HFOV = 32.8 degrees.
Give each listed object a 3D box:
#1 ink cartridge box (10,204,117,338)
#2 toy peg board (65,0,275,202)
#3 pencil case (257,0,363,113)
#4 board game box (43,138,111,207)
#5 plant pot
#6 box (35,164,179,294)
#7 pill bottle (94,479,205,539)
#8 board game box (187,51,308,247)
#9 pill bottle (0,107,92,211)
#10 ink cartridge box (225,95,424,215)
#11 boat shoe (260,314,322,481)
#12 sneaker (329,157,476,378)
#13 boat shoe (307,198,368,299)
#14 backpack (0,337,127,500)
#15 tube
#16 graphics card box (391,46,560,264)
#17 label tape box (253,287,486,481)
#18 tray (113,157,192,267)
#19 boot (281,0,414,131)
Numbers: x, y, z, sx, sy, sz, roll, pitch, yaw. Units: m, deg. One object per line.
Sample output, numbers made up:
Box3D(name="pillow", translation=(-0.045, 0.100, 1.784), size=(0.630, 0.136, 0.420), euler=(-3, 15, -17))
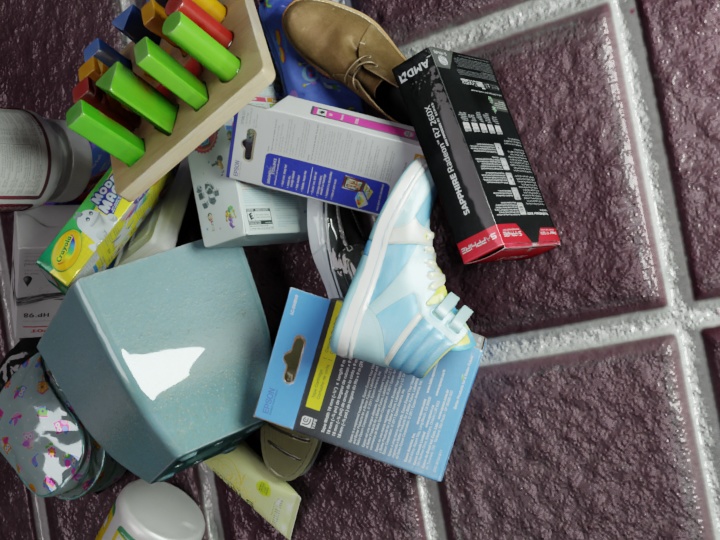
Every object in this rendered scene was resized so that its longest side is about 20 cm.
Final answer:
Box3D(name="ink cartridge box", translation=(-0.348, 0.015, 1.433), size=(0.201, 0.115, 0.067), euler=(109, 151, -46))
Box3D(name="toy peg board", translation=(-0.202, -0.211, 1.187), size=(0.199, 0.098, 0.200), euler=(-36, 46, 20))
Box3D(name="pencil case", translation=(-0.052, -0.207, 1.283), size=(0.078, 0.086, 0.202), euler=(-29, 74, 58))
Box3D(name="board game box", translation=(-0.292, -0.130, 1.423), size=(0.200, 0.134, 0.045), euler=(-48, 67, 26))
Box3D(name="plant pot", translation=(-0.202, 0.107, 1.307), size=(0.201, 0.194, 0.196), euler=(63, 147, 12))
Box3D(name="box", translation=(-0.257, -0.065, 1.284), size=(0.048, 0.117, 0.201), euler=(38, 76, 0))
Box3D(name="pill bottle", translation=(-0.272, 0.356, 1.447), size=(0.113, 0.112, 0.201), euler=(41, 113, 26))
Box3D(name="board game box", translation=(-0.113, -0.130, 1.292), size=(0.064, 0.147, 0.202), euler=(-15, 83, 36))
Box3D(name="pill bottle", translation=(-0.386, -0.117, 1.286), size=(0.109, 0.199, 0.111), euler=(3, 95, 34))
Box3D(name="ink cartridge box", translation=(-0.028, -0.111, 1.190), size=(0.198, 0.037, 0.095), euler=(13, 132, -2))
Box3D(name="boat shoe", translation=(-0.055, 0.128, 1.313), size=(0.074, 0.068, 0.202), euler=(19, 108, 22))
Box3D(name="sneaker", translation=(0.064, 0.006, 1.142), size=(0.129, 0.080, 0.202), euler=(22, 93, 7))
Box3D(name="boat shoe", translation=(0.000, 0.000, 1.276), size=(0.070, 0.072, 0.202), euler=(-12, 96, 26))
Box3D(name="backpack", translation=(-0.374, 0.190, 1.502), size=(0.200, 0.126, 0.167), euler=(47, 113, 20))
Box3D(name="tube", translation=(-0.142, 0.218, 1.388), size=(0.200, 0.058, 0.052), euler=(39, 87, 24))
Box3D(name="graphics card box", translation=(0.110, -0.106, 1.151), size=(0.051, 0.125, 0.202), euler=(-25, 79, 32))
Box3D(name="label tape box", translation=(0.010, 0.106, 1.221), size=(0.198, 0.063, 0.146), euler=(19, 104, 5))
Box3D(name="tray", translation=(-0.232, -0.065, 1.375), size=(0.107, 0.022, 0.201), euler=(-33, 31, 31))
Box3D(name="boot", translation=(0.004, -0.203, 1.205), size=(0.199, 0.075, 0.074), euler=(37, 106, 1))
